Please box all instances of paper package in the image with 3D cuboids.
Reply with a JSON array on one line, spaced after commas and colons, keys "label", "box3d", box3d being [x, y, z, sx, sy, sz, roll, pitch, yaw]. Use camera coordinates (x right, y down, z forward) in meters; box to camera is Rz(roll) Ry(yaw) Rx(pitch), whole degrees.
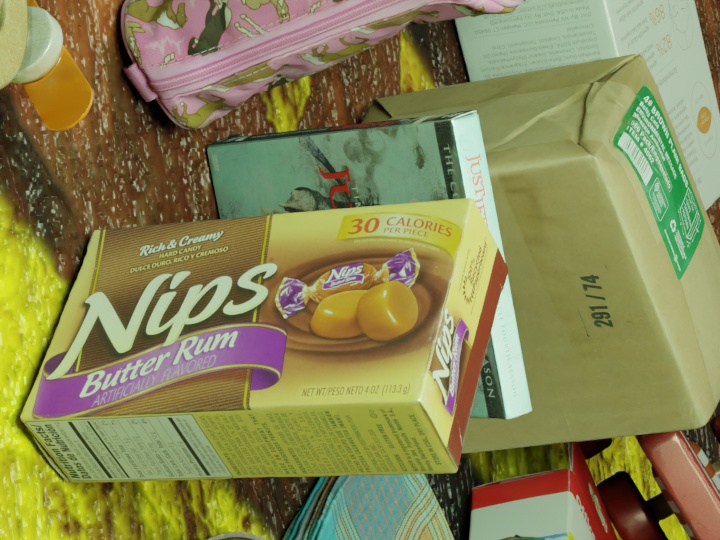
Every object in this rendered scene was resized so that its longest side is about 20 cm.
[{"label": "paper package", "box3d": [0.100, -0.004, 1.372, 0.200, 0.190, 0.104, 64, 34, -29]}]

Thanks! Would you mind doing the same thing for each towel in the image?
[{"label": "towel", "box3d": [0.022, 0.184, 1.365, 0.200, 0.022, 0.147, 65, 34, -29]}]

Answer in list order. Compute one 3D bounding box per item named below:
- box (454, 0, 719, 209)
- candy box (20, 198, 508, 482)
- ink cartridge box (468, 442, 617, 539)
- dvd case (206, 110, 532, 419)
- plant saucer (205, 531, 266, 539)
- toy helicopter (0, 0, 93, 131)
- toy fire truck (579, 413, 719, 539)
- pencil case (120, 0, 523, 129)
[{"label": "box", "box3d": [0.154, -0.119, 1.578, 0.152, 0.106, 0.200, -39, 119, -57]}, {"label": "candy box", "box3d": [-0.043, 0.033, 1.092, 0.057, 0.200, 0.117, 62, 35, -43]}, {"label": "ink cartridge box", "box3d": [0.112, 0.204, 1.445, 0.200, 0.067, 0.116, -82, 154, -51]}, {"label": "dvd case", "box3d": [0.000, 0.000, 1.191, 0.022, 0.200, 0.146, -16, 99, -39]}, {"label": "plant saucer", "box3d": [-0.068, 0.229, 1.181, 0.200, 0.032, 0.201, 20, 67, -58]}, {"label": "toy helicopter", "box3d": [-0.160, -0.143, 1.059, 0.132, 0.079, 0.200, 56, 25, -29]}, {"label": "toy fire truck", "box3d": [0.190, 0.103, 1.508, 0.200, 0.112, 0.168, 61, 3, 1]}, {"label": "pencil case", "box3d": [-0.020, -0.133, 1.180, 0.086, 0.200, 0.083, 16, 60, -60]}]
